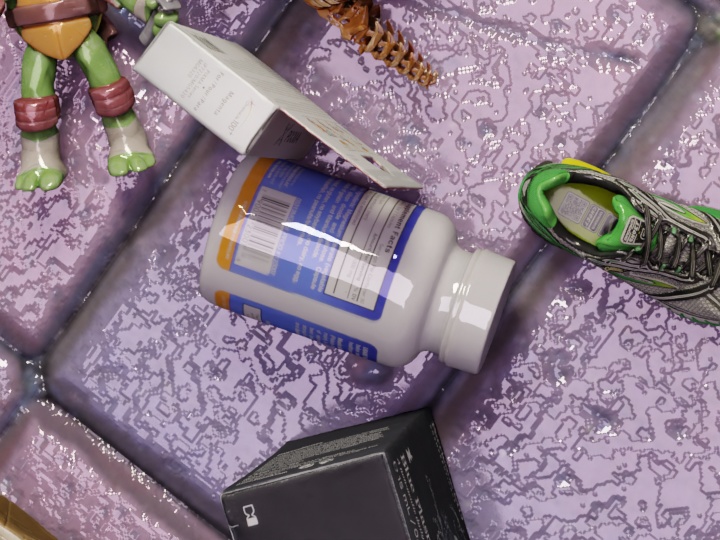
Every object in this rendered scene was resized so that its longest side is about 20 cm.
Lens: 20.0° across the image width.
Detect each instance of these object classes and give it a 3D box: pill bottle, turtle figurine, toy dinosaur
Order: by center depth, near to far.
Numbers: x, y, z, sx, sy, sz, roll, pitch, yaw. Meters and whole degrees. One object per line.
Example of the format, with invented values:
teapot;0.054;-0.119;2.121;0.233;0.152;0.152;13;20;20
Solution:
turtle figurine;-0.200;-0.151;1.391;0.200;0.144;0.195;12;118;46
pill bottle;0.000;0.000;1.398;0.199;0.112;0.112;19;97;7
toy dinosaur;-0.004;-0.221;1.408;0.136;0.102;0.200;-34;107;25

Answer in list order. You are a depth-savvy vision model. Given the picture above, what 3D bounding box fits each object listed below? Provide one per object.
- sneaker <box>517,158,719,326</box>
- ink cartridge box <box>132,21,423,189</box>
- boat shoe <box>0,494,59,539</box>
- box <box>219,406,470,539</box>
sneaker;0.197;-0.014;1.379;0.199;0.085;0.078;20;97;7
ink cartridge box;-0.049;-0.092;1.354;0.173;0.200;0.044;39;97;5
boat shoe;-0.252;0.216;1.474;0.200;0.074;0.069;35;93;5
box;0.008;0.210;1.367;0.117;0.200;0.197;-16;92;11
